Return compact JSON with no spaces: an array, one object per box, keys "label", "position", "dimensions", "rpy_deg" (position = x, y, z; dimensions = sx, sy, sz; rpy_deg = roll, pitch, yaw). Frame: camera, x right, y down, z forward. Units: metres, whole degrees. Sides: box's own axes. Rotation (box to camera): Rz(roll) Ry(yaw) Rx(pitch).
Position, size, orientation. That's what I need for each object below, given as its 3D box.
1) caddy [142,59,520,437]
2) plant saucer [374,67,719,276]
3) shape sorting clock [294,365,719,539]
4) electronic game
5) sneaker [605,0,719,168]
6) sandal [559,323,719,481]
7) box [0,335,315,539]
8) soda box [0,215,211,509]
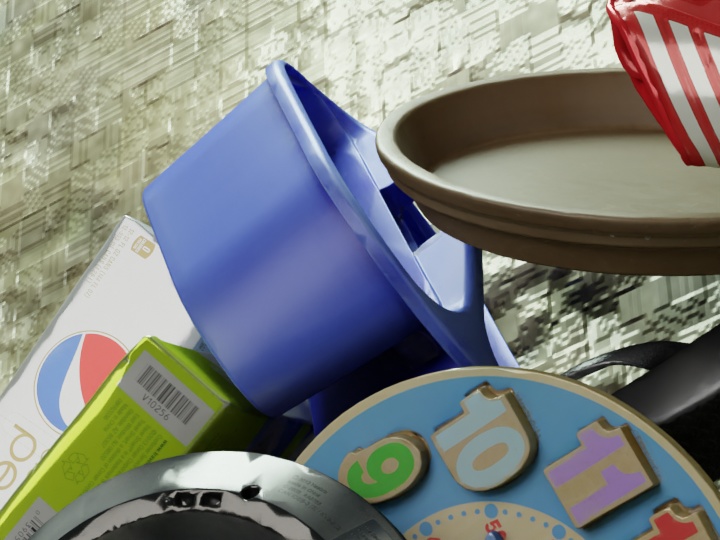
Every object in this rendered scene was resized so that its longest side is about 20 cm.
[{"label":"caddy","position":[0.000,0.000,1.138],"dimensions":[0.105,0.141,0.200],"rpy_deg":[-37,31,6]},{"label":"plant saucer","position":[0.105,-0.037,1.077],"dimensions":[0.200,0.200,0.030],"rpy_deg":[22,118,49]},{"label":"shape sorting clock","position":[0.047,0.133,1.017],"dimensions":[0.199,0.039,0.201],"rpy_deg":[0,91,22]},{"label":"electronic game","position":[-0.058,0.157,0.994],"dimensions":[0.200,0.042,0.201],"rpy_deg":[-10,65,22]},{"label":"sneaker","position":[0.145,-0.125,1.049],"dimensions":[0.115,0.078,0.200],"rpy_deg":[0,59,18]},{"label":"sandal","position":[0.109,0.050,1.067],"dimensions":[0.200,0.076,0.043],"rpy_deg":[-30,55,9]},{"label":"box","position":[-0.079,0.090,1.150],"dimensions":[0.048,0.200,0.122],"rpy_deg":[40,94,13]},{"label":"soda box","position":[-0.121,0.081,1.245],"dimensions":[0.064,0.068,0.200],"rpy_deg":[32,85,21]}]
